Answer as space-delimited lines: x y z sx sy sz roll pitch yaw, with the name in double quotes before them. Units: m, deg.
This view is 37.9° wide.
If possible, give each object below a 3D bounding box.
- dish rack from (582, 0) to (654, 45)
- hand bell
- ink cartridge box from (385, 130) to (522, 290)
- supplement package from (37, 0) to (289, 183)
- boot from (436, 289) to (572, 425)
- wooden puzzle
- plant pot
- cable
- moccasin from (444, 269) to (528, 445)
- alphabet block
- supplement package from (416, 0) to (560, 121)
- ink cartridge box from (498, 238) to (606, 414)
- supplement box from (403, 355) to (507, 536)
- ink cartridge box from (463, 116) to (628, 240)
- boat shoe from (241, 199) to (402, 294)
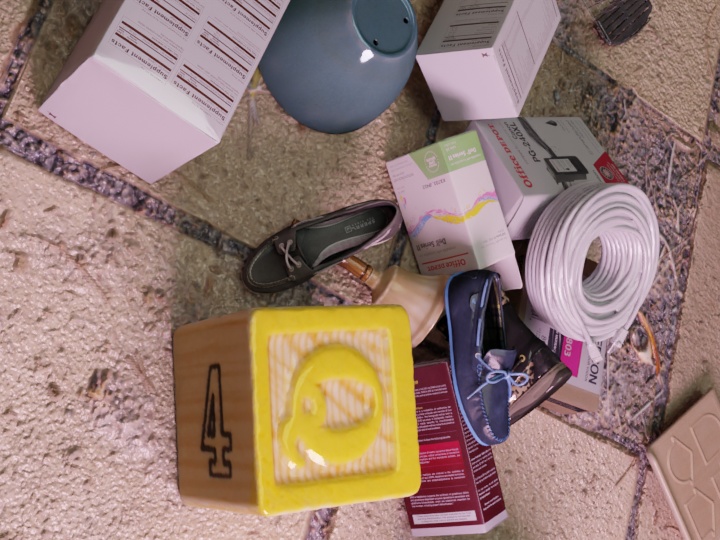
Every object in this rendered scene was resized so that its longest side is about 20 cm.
"dish rack" 0.376 -0.446 1.569 0.153 0.054 0.201 -41 105 -30
"hand bell" 0.000 0.000 1.248 0.199 0.104 0.105 31 66 -12
"ink cartridge box" 0.116 -0.058 1.299 0.067 0.117 0.202 -21 94 -34
"supplement package" -0.199 -0.228 1.075 0.146 0.191 0.202 33 67 -24
"boot" 0.143 0.124 1.282 0.073 0.200 0.151 -12 64 -56
"wooden puzzle" 0.495 0.299 1.540 0.199 0.046 0.187 -32 101 -37
"plant pot" -0.008 -0.276 1.243 0.198 0.134 0.203 5 80 -33
"cable" 0.293 -0.013 1.311 0.201 0.069 0.200 -53 126 -11
"moccasin" 0.143 0.098 1.196 0.080 0.068 0.203 -8 85 -55
"alphabet block" -0.072 0.144 1.096 0.193 0.199 0.199 -2 83 -33
"supplement package" 0.166 -0.300 1.339 0.114 0.108 0.201 60 45 -39
"ink cartridge box" 0.248 0.073 1.392 0.163 0.075 0.203 19 72 -28
"supplement box" 0.095 0.207 1.245 0.061 0.108 0.203 -13 90 -53
"ink cartridge box" 0.233 -0.124 1.373 0.198 0.084 0.146 -6 53 -34
"boat shoe" -0.044 -0.034 1.190 0.198 0.057 0.067 -24 82 -10
